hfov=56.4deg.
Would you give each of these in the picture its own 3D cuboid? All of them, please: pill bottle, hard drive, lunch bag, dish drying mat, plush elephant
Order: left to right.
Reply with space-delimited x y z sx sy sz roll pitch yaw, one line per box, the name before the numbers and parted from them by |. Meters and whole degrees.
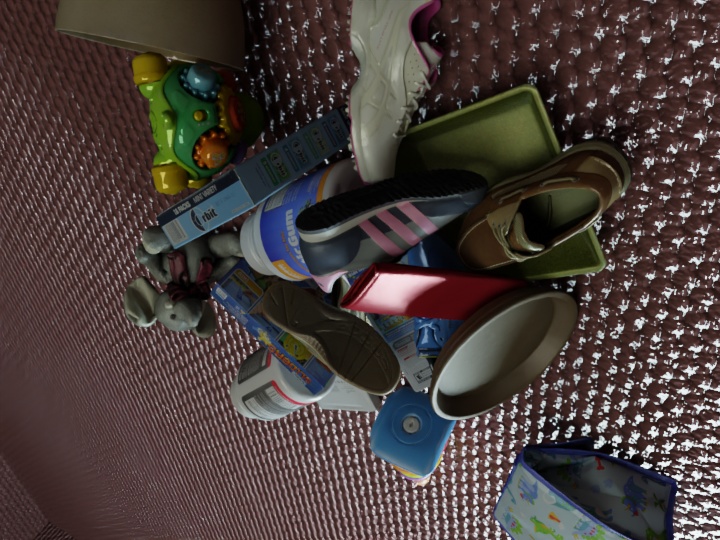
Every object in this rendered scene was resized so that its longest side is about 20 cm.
plush elephant | -0.269 0.024 1.024 0.198 0.161 0.160 -7 81 58
pill bottle | -0.128 0.169 1.044 0.111 0.111 0.199 47 140 -8
pill bottle | -0.055 -0.050 0.774 0.197 0.112 0.113 -14 116 47
hard drive | -0.060 0.140 1.070 0.130 0.026 0.203 -7 120 41
dish drying mat | 0.078 0.023 0.689 0.077 0.196 0.019 -52 45 40
lunch bag | 0.283 0.315 0.877 0.195 0.129 0.173 18 135 11

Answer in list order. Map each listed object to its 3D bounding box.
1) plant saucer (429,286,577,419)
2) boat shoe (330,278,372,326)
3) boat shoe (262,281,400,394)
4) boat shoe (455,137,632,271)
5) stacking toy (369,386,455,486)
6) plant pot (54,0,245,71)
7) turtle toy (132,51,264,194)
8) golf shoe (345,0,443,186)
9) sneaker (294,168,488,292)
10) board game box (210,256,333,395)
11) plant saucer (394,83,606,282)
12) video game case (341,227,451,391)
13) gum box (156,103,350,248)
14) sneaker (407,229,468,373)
plant saucer | 0.157 0.091 0.754 0.030 0.196 0.203 54 150 36
boat shoe | 0.000 0.000 0.879 0.063 0.073 0.204 1 123 -10
boat shoe | -0.034 0.084 0.851 0.197 0.073 0.065 32 175 9
boat shoe | 0.155 -0.049 0.626 0.076 0.074 0.199 46 139 -6
stacking toy | 0.087 0.281 1.038 0.108 0.117 0.202 19 148 24
plant pot | -0.210 -0.300 0.706 0.196 0.199 0.138 17 104 25
turtle toy | -0.174 -0.171 0.767 0.098 0.200 0.150 -7 100 10
golf shoe | 0.034 -0.177 0.653 0.089 0.075 0.206 5 106 19
sneaker | 0.034 -0.041 0.660 0.070 0.195 0.084 -122 19 -57
board game box | -0.093 0.054 0.939 0.200 0.136 0.034 45 140 -3
plant saucer | 0.139 -0.083 0.704 0.197 0.048 0.203 -10 118 43
video game case | 0.081 0.045 0.832 0.141 0.018 0.202 -27 110 18
gum box | -0.110 -0.109 0.758 0.168 0.200 0.045 -19 107 45
sneaker | 0.088 0.047 0.762 0.065 0.079 0.204 6 127 36
